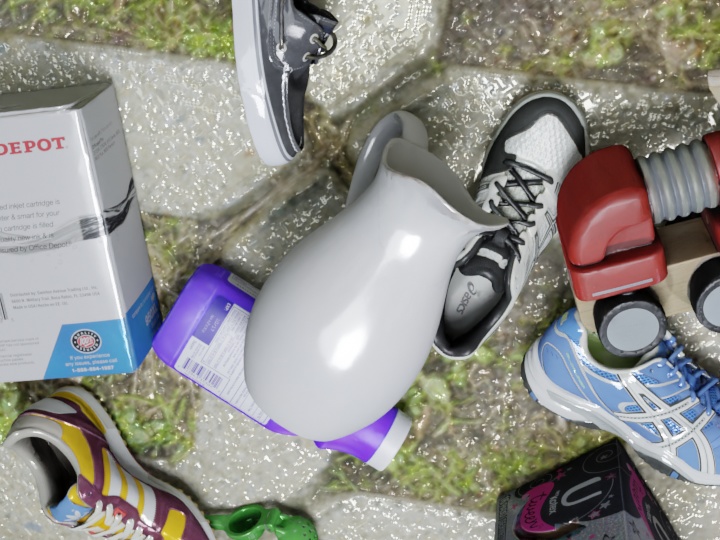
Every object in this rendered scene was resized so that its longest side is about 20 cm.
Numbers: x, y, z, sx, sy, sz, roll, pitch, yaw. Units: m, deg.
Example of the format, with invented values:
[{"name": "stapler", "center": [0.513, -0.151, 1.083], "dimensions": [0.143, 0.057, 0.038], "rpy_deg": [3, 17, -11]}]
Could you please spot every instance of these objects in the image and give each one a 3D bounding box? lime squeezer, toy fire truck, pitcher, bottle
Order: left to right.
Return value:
[{"name": "lime squeezer", "center": [-0.077, 0.217, 1.066], "dimensions": [0.198, 0.038, 0.071], "rpy_deg": [19, 144, 1]}, {"name": "bottle", "center": [-0.055, 0.078, 0.988], "dimensions": [0.199, 0.065, 0.084], "rpy_deg": [32, 108, -4]}, {"name": "pitcher", "center": [0.000, 0.000, 0.899], "dimensions": [0.120, 0.172, 0.201], "rpy_deg": [24, 114, -24]}, {"name": "toy fire truck", "center": [0.208, -0.055, 0.830], "dimensions": [0.174, 0.129, 0.201], "rpy_deg": [-14, 122, 8]}]

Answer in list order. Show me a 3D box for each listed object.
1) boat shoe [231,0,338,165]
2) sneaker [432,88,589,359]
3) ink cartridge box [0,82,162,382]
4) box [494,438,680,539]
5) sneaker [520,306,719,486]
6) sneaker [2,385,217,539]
[{"name": "boat shoe", "center": [-0.048, -0.172, 0.898], "dimensions": [0.065, 0.070, 0.202], "rpy_deg": [-2, 102, 11]}, {"name": "sneaker", "center": [0.103, -0.025, 0.913], "dimensions": [0.075, 0.088, 0.202], "rpy_deg": [22, 111, 2]}, {"name": "ink cartridge box", "center": [-0.239, -0.027, 0.969], "dimensions": [0.143, 0.084, 0.202], "rpy_deg": [-4, 110, 10]}, {"name": "box", "center": [0.171, 0.235, 0.936], "dimensions": [0.114, 0.200, 0.133], "rpy_deg": [-29, 103, 16]}, {"name": "sneaker", "center": [0.215, 0.089, 0.933], "dimensions": [0.198, 0.076, 0.077], "rpy_deg": [21, 137, -1]}, {"name": "sneaker", "center": [-0.197, 0.186, 1.026], "dimensions": [0.200, 0.090, 0.075], "rpy_deg": [46, 116, 1]}]
